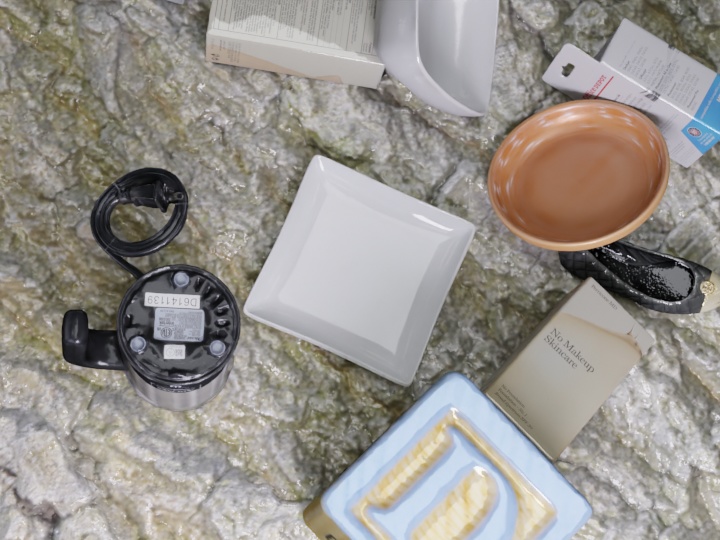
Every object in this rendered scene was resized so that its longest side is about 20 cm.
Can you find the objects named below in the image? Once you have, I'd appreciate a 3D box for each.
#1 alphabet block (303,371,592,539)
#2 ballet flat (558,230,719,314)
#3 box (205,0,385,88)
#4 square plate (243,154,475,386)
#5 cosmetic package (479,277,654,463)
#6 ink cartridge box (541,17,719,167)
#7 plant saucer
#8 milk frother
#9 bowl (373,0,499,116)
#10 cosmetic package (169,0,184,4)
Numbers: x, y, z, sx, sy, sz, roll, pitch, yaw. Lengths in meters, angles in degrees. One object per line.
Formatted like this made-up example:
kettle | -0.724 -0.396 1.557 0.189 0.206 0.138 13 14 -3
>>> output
alphabet block | 0.078 0.241 1.390 0.195 0.200 0.196 -41 85 -14
ballet flat | 0.315 0.003 1.551 0.200 0.057 0.067 16 76 -4
box | -0.068 -0.272 1.556 0.200 0.078 0.095 10 75 -5
square plate | 0.000 0.000 1.526 0.198 0.028 0.200 24 75 -1
cosmetic package | 0.209 0.112 1.477 0.104 0.073 0.200 44 60 2
ink cartridge box | 0.316 -0.208 1.572 0.200 0.116 0.067 31 75 0
plant saucer | 0.241 -0.101 1.538 0.200 0.037 0.200 -10 53 13
milk frother | -0.198 0.023 1.411 0.180 0.188 0.200 20 75 -3
bowl | 0.079 -0.279 1.535 0.075 0.200 0.200 -1 76 28
cosmetic package | -0.204 -0.413 1.558 0.090 0.107 0.200 15 73 -4
